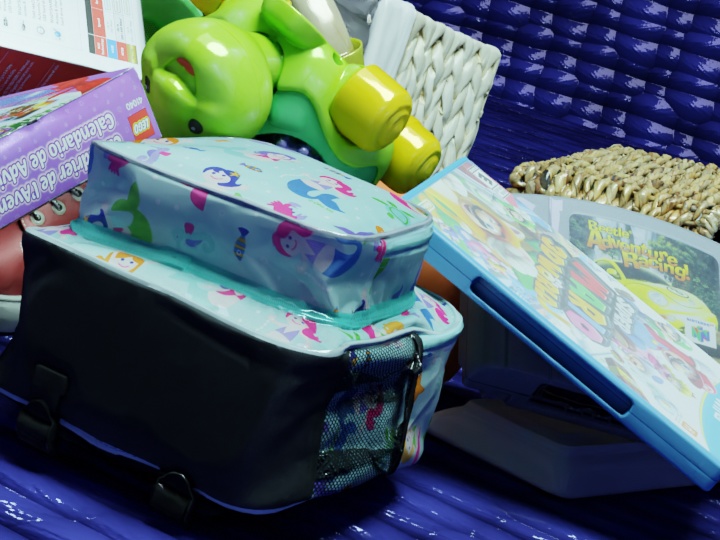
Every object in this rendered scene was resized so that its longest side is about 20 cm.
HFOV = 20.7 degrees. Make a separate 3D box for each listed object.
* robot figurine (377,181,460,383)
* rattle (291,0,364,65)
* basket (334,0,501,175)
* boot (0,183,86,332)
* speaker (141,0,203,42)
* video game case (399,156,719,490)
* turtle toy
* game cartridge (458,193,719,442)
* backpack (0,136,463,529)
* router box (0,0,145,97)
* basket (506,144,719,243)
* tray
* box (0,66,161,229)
[{"bbox_3d":[0.000,-0.001,1.134,0.198,0.146,0.117,12,-12,-15],"label":"robot figurine"},{"bbox_3d":[-0.089,-0.141,1.220,0.201,0.142,0.130,54,-5,25],"label":"rattle"},{"bbox_3d":[0.006,-0.107,1.489,0.122,0.202,0.135,14,9,-33],"label":"basket"},{"bbox_3d":[-0.168,-0.046,1.047,0.072,0.146,0.199,28,17,29],"label":"boot"},{"bbox_3d":[-0.157,-0.154,1.195,0.088,0.089,0.200,10,13,-26],"label":"speaker"},{"bbox_3d":[0.109,0.021,0.990,0.200,0.018,0.143,40,19,5],"label":"video game case"},{"bbox_3d":[-0.050,-0.086,1.006,0.146,0.101,0.200,41,-1,19],"label":"turtle toy"},{"bbox_3d":[0.150,0.029,1.082,0.198,0.041,0.134,15,48,-15],"label":"game cartridge"},{"bbox_3d":[-0.047,0.022,0.887,0.176,0.152,0.200,22,6,24],"label":"backpack"},{"bbox_3d":[-0.205,-0.184,1.015,0.178,0.049,0.202,12,55,-33],"label":"router box"},{"bbox_3d":[0.188,0.004,1.281,0.148,0.144,0.200,14,13,26],"label":"basket"},{"bbox_3d":[0.129,0.092,1.091,0.107,0.022,0.199,24,14,38],"label":"tray"},{"bbox_3d":[-0.208,-0.041,0.928,0.199,0.039,0.137,-6,21,43],"label":"box"}]
